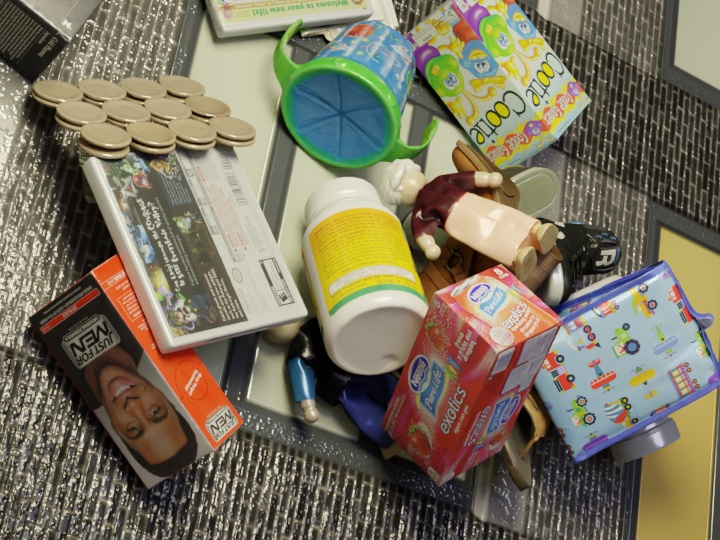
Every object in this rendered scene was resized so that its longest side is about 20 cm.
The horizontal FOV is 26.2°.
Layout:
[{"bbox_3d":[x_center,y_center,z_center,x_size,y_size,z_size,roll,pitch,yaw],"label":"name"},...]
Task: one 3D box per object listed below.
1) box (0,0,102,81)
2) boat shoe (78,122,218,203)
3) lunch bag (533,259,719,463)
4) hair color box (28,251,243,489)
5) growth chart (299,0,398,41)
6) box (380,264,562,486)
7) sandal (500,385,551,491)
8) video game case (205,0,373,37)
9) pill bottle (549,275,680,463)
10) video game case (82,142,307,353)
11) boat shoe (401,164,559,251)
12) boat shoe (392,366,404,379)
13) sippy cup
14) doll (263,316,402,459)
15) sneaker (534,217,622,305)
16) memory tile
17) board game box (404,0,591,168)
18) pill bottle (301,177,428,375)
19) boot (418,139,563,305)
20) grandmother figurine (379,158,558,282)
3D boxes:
[{"bbox_3d":[-0.329,-0.328,1.543,0.182,0.104,0.200,39,56,-14],"label":"box"},{"bbox_3d":[-0.205,-0.113,1.576,0.200,0.070,0.064,-18,116,-45],"label":"boat shoe"},{"bbox_3d":[0.287,0.091,1.670,0.151,0.199,0.094,62,14,-8],"label":"lunch bag"},{"bbox_3d":[-0.211,0.095,1.460,0.200,0.101,0.061,55,33,-4],"label":"hair color box"},{"bbox_3d":[-0.043,-0.327,1.785,0.199,0.018,0.146,3,72,-33],"label":"growth chart"},{"bbox_3d":[0.108,0.106,1.550,0.099,0.201,0.095,-22,54,-38],"label":"box"},{"bbox_3d":[0.186,0.151,1.706,0.082,0.054,0.200,57,31,-30],"label":"sandal"},{"bbox_3d":[-0.098,-0.356,1.737,0.199,0.022,0.183,-12,78,-32],"label":"video game case"},{"bbox_3d":[0.291,0.115,1.785,0.112,0.112,0.201,-20,84,-37],"label":"pill bottle"},{"bbox_3d":[-0.158,-0.027,1.497,0.181,0.023,0.201,-12,73,-47],"label":"video game case"},{"bbox_3d":[0.130,-0.071,1.777,0.200,0.061,0.072,-18,108,-20],"label":"boat shoe"},{"bbox_3d":[0.089,0.115,1.684,0.200,0.059,0.072,49,53,-9],"label":"boat shoe"},{"bbox_3d":[-0.002,-0.204,1.706,0.178,0.139,0.131,63,37,-30],"label":"sippy cup"},{"bbox_3d":[-0.024,0.110,1.618,0.200,0.048,0.137,43,54,-13],"label":"doll"},{"bbox_3d":[0.246,-0.015,1.748,0.111,0.200,0.073,3,110,-4],"label":"sneaker"},{"bbox_3d":[-0.214,-0.155,1.545,0.199,0.017,0.153,-8,34,-40],"label":"memory tile"},{"bbox_3d":[0.159,-0.234,1.824,0.200,0.103,0.105,51,46,-8],"label":"board game box"},{"bbox_3d":[0.000,0.000,1.603,0.112,0.113,0.201,14,38,-29],"label":"pill bottle"},{"bbox_3d":[0.112,-0.033,1.691,0.074,0.155,0.200,23,31,-52],"label":"boot"},{"bbox_3d":[0.101,-0.059,1.627,0.200,0.061,0.121,31,58,26],"label":"grandmother figurine"}]
